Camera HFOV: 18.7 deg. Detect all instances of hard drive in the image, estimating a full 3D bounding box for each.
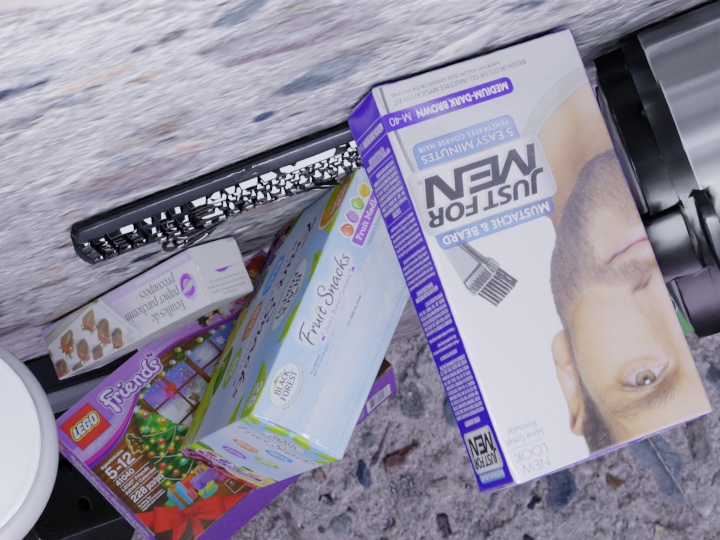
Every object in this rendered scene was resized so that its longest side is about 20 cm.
[{"bbox_3d":[-0.270,0.101,1.816,0.139,0.033,0.200,-19,175,-20],"label":"hard drive"}]

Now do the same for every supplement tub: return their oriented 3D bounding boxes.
[{"bbox_3d":[-0.253,0.109,1.289,0.145,0.145,0.200,-19,175,-13],"label":"supplement tub"}]

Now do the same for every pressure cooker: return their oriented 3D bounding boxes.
[{"bbox_3d":[0.207,-0.061,1.165,0.199,0.179,0.176,-21,155,7],"label":"pressure cooker"}]

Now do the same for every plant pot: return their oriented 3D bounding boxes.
[{"bbox_3d":[-0.334,0.231,2.173,0.200,0.200,0.177,-15,162,-47],"label":"plant pot"}]

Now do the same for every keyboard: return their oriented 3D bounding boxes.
[{"bbox_3d":[-0.054,-0.043,1.163,0.199,0.021,0.127,-20,175,2],"label":"keyboard"}]

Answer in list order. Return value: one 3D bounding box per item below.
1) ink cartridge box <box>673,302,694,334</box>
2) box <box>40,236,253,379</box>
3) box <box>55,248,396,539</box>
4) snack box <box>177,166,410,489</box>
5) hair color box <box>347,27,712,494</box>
[{"bbox_3d":[0.243,-0.052,1.462,0.200,0.145,0.084,-24,-153,42],"label":"ink cartridge box"},{"bbox_3d":[-0.146,0.027,1.457,0.041,0.039,0.200,-19,175,-40],"label":"box"},{"bbox_3d":[-0.093,0.094,1.488,0.200,0.137,0.039,-41,153,-18],"label":"box"},{"bbox_3d":[-0.034,0.041,1.361,0.068,0.169,0.200,27,162,-12],"label":"snack box"},{"bbox_3d":[0.080,-0.005,1.058,0.109,0.201,0.065,-19,176,-16],"label":"hair color box"}]
